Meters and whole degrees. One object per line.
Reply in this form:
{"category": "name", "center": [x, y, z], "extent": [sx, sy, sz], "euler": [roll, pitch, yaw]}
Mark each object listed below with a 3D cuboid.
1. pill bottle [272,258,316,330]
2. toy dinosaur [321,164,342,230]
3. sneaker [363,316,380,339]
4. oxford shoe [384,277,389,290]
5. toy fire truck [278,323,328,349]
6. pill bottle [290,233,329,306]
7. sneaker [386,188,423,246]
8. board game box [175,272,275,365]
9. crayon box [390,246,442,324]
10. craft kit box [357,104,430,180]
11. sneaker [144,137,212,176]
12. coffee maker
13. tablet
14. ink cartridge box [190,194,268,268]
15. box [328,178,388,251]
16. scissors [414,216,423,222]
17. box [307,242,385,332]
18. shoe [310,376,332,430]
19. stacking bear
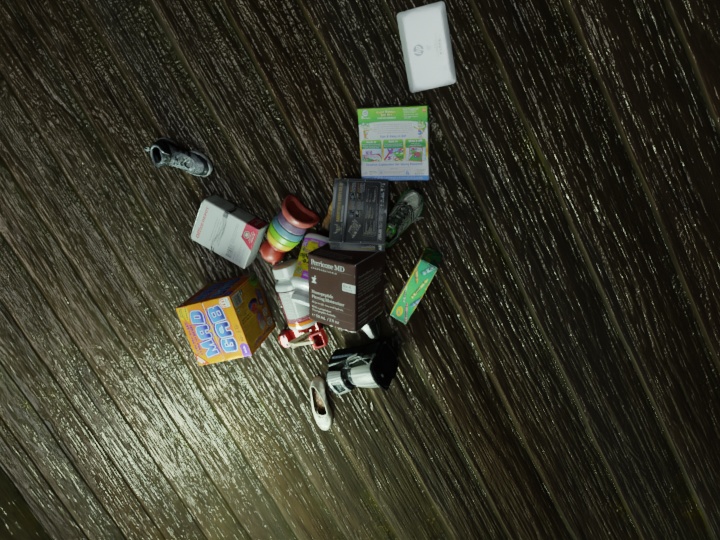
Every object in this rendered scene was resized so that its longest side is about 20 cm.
{"category": "pill bottle", "center": [-0.202, 0.074, 1.796], "extent": [0.108, 0.110, 0.203], "euler": [-12, 107, 19]}
{"category": "toy dinosaur", "center": [-0.062, -0.194, 1.685], "extent": [0.105, 0.060, 0.202], "euler": [25, 114, 6]}
{"category": "sneaker", "center": [-0.022, 0.137, 1.801], "extent": [0.114, 0.076, 0.203], "euler": [-29, 93, 32]}
{"category": "oxford shoe", "center": [0.000, 0.000, 1.745], "extent": [0.199, 0.073, 0.072], "euler": [41, 150, 13]}
{"category": "toy fire truck", "center": [-0.183, 0.211, 1.825], "extent": [0.197, 0.141, 0.049], "euler": [-18, 105, 20]}
{"category": "pill bottle", "center": [-0.142, 0.000, 1.704], "extent": [0.102, 0.104, 0.203], "euler": [15, 80, 9]}
{"category": "sneaker", "center": [0.112, -0.142, 1.635], "extent": [0.077, 0.085, 0.202], "euler": [34, 107, 4]}
{"category": "board game box", "center": [-0.423, 0.152, 1.836], "extent": [0.197, 0.200, 0.203], "euler": [-13, 106, 19]}
{"category": "crayon box", "center": [0.163, 0.042, 1.679], "extent": [0.058, 0.119, 0.202], "euler": [28, 115, 3]}
{"category": "craft kit box", "center": [0.094, -0.351, 1.593], "extent": [0.196, 0.049, 0.201], "euler": [2, 113, 14]}
{"category": "sneaker", "center": [-0.553, -0.332, 1.737], "extent": [0.198, 0.114, 0.076], "euler": [27, 115, 4]}
{"category": "coffee maker", "center": [0.013, 0.296, 1.805], "extent": [0.198, 0.191, 0.137], "euler": [-15, 100, 37]}
{"category": "tablet", "center": [0.173, -0.579, 1.501], "extent": [0.128, 0.014, 0.203], "euler": [-7, 108, 18]}
{"category": "ink cartridge box", "center": [-0.408, -0.123, 1.792], "extent": [0.198, 0.083, 0.147], "euler": [29, 115, 4]}
{"category": "box", "center": [-0.002, -0.155, 1.596], "extent": [0.155, 0.048, 0.204], "euler": [2, 68, 5]}
{"category": "scissors", "center": [0.093, -0.117, 1.697], "extent": [0.196, 0.014, 0.075], "euler": [-4, 101, 14]}
{"category": "box", "center": [-0.039, 0.037, 1.625], "extent": [0.164, 0.164, 0.204], "euler": [13, 115, 30]}
{"category": "shoe", "center": [-0.140, 0.460, 1.955], "extent": [0.069, 0.053, 0.204], "euler": [-3, 109, 16]}
{"category": "stacking bear", "center": [-0.234, -0.107, 1.742], "extent": [0.121, 0.114, 0.201], "euler": [39, 120, -1]}
